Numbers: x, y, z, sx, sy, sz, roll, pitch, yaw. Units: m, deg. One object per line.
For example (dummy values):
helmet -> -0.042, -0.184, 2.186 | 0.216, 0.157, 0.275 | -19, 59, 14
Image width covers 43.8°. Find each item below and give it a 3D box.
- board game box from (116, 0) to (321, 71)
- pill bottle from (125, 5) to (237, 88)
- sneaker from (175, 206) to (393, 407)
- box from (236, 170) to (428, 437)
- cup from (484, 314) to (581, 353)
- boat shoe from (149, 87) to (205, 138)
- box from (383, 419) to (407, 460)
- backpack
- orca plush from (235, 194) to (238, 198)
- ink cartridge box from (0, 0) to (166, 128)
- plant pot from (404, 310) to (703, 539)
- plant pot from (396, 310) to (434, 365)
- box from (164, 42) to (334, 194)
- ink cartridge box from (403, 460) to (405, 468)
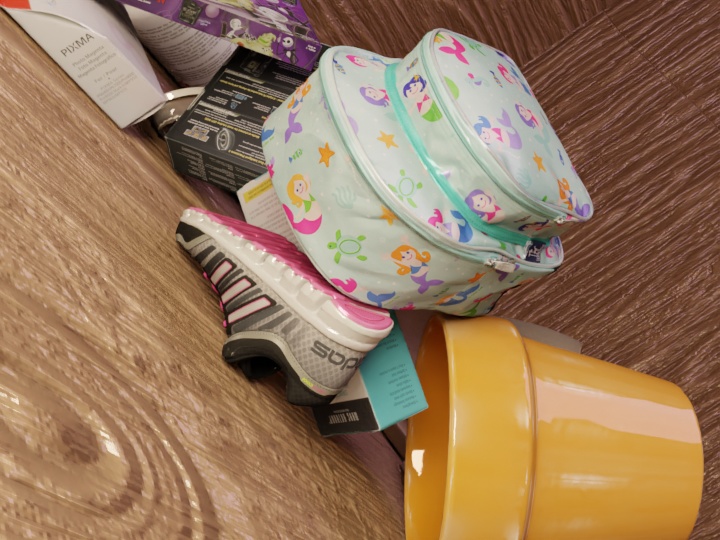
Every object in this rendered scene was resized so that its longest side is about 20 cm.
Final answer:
board game box -> -0.136, -0.229, 0.737 | 0.200, 0.032, 0.120 | 14, 26, -25
pill bottle -> -0.207, -0.297, 1.012 | 0.200, 0.113, 0.113 | 48, 10, -53
sneaker -> -0.069, 0.024, 0.598 | 0.200, 0.087, 0.074 | 33, 11, 37
box -> -0.022, 0.019, 0.660 | 0.082, 0.049, 0.200 | -21, -92, 55
cup -> 0.133, 0.128, 1.003 | 0.143, 0.200, 0.200 | 32, 3, 7
boat shoe -> -0.130, -0.127, 0.870 | 0.200, 0.072, 0.060 | 8, 64, -65
box -> 0.029, 0.141, 0.977 | 0.200, 0.021, 0.163 | 56, 6, -13
backpack -> 0.041, -0.063, 0.586 | 0.200, 0.151, 0.178 | 1, 58, -44
orca plush -> -0.102, -0.098, 0.975 | 0.200, 0.071, 0.105 | 58, 6, 22
ink cartridge box -> -0.236, -0.220, 0.670 | 0.163, 0.057, 0.200 | 61, 3, 41
plant pot -> 0.137, 0.136, 0.657 | 0.200, 0.183, 0.200 | -175, -90, -86
plant pot -> 0.000, 0.000, 0.853 | 0.134, 0.200, 0.200 | 14, -21, 34
box -> -0.040, -0.123, 0.769 | 0.200, 0.160, 0.044 | 21, -32, 14
ink cartridge box -> 0.131, 0.260, 0.830 | 0.200, 0.084, 0.146 | 56, 5, -8
